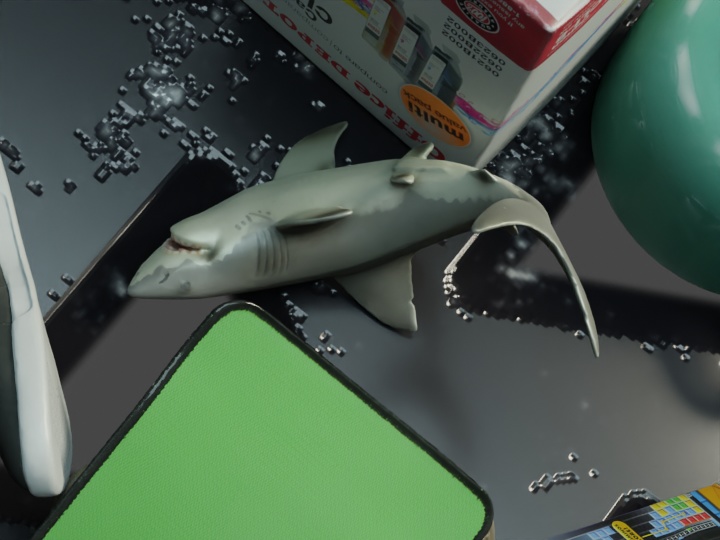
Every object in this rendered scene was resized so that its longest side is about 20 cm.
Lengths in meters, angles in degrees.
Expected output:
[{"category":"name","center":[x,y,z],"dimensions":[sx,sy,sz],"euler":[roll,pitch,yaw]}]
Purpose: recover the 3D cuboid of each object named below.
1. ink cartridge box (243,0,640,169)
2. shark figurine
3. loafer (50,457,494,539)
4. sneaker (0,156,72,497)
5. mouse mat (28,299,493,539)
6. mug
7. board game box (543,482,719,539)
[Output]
[{"category":"ink cartridge box","center":[0.054,-0.157,1.116],"dimensions":[0.145,0.200,0.145],"euler":[42,72,5]},{"category":"shark figurine","center":[0.021,-0.007,1.114],"dimensions":[0.128,0.214,0.090],"euler":[-48,127,-48]},{"category":"loafer","center":[-0.038,0.104,1.080],"dimensions":[0.200,0.068,0.076],"euler":[10,100,-23]},{"category":"sneaker","center":[-0.180,0.026,1.058],"dimensions":[0.099,0.071,0.200],"euler":[-14,48,-9]},{"category":"mouse mat","center":[-0.056,0.129,1.037],"dimensions":[0.161,0.008,0.200],"euler":[41,85,-24]},{"category":"mug","center":[0.201,-0.063,1.157],"dimensions":[0.152,0.114,0.185],"euler":[-36,81,-20]},{"category":"board game box","center":[0.149,0.179,1.016],"dimensions":[0.165,0.057,0.200],"euler":[-11,42,-43]}]
